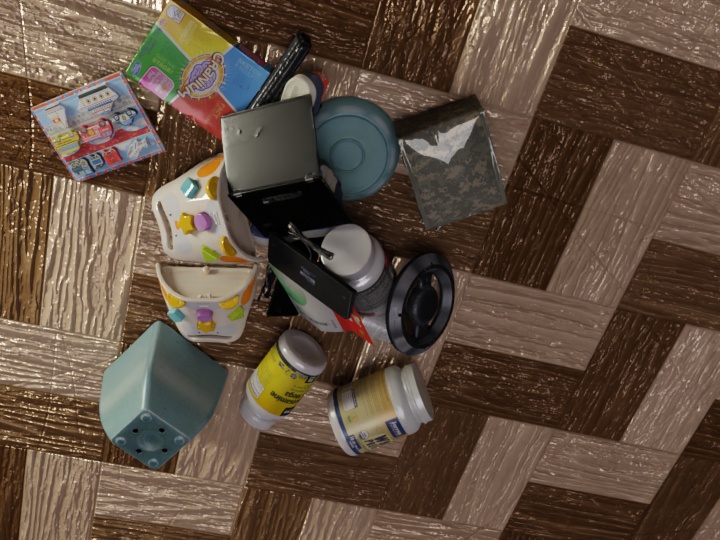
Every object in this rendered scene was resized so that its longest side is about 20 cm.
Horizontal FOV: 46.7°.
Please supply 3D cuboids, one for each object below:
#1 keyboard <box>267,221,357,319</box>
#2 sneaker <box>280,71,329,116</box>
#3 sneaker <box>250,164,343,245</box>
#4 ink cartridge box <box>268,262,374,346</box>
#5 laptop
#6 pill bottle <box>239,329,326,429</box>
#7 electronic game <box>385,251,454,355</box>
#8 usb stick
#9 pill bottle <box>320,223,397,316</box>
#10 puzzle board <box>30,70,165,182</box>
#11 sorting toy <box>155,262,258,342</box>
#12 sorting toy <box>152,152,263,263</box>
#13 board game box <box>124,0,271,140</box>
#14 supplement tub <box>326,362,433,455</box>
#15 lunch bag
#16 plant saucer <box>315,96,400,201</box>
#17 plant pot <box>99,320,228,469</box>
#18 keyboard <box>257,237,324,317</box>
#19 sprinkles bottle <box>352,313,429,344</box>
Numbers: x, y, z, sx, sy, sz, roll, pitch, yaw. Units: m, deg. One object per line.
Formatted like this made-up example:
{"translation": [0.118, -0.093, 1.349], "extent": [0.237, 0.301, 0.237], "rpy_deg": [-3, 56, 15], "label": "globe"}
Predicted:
{"translation": [-0.084, -0.010, 1.445], "extent": [0.198, 0.021, 0.129], "rpy_deg": [35, 140, 21], "label": "keyboard"}
{"translation": [-0.114, -0.266, 1.444], "extent": [0.075, 0.084, 0.200], "rpy_deg": [48, 135, 1], "label": "sneaker"}
{"translation": [-0.126, -0.132, 1.503], "extent": [0.195, 0.081, 0.149], "rpy_deg": [-5, 122, 19], "label": "sneaker"}
{"translation": [-0.072, 0.064, 1.553], "extent": [0.050, 0.199, 0.162], "rpy_deg": [-41, 137, -14], "label": "ink cartridge box"}
{"translation": [-0.127, -0.171, 1.427], "extent": [0.183, 0.118, 0.201], "rpy_deg": [-7, 144, 26], "label": "laptop"}
{"translation": [-0.164, 0.228, 1.708], "extent": [0.111, 0.113, 0.201], "rpy_deg": [28, 116, -19], "label": "pill bottle"}
{"translation": [0.118, 0.065, 1.610], "extent": [0.198, 0.041, 0.205], "rpy_deg": [-19, 117, -43], "label": "electronic game"}
{"translation": [-0.147, -0.316, 1.415], "extent": [0.032, 0.056, 0.201], "rpy_deg": [30, 115, -21], "label": "usb stick"}
{"translation": [0.000, 0.000, 1.532], "extent": [0.111, 0.116, 0.200], "rpy_deg": [-18, 155, 7], "label": "pill bottle"}
{"translation": [-0.454, -0.242, 1.439], "extent": [0.196, 0.018, 0.153], "rpy_deg": [-15, 122, 19], "label": "puzzle board"}
{"translation": [-0.298, 0.080, 1.636], "extent": [0.194, 0.109, 0.182], "rpy_deg": [1, 140, -4], "label": "sorting toy"}
{"translation": [-0.292, -0.091, 1.498], "extent": [0.176, 0.107, 0.205], "rpy_deg": [-7, 104, 28], "label": "sorting toy"}
{"translation": [-0.271, -0.338, 1.402], "extent": [0.198, 0.041, 0.154], "rpy_deg": [32, 114, -21], "label": "board game box"}
{"translation": [0.042, 0.287, 1.739], "extent": [0.196, 0.146, 0.146], "rpy_deg": [-23, 120, 10], "label": "supplement tub"}
{"translation": [0.162, -0.184, 1.480], "extent": [0.160, 0.118, 0.204], "rpy_deg": [-17, 116, 6], "label": "lunch bag"}
{"translation": [-0.024, -0.211, 1.504], "extent": [0.194, 0.028, 0.204], "rpy_deg": [-2, 122, -3], "label": "plant saucer"}
{"translation": [-0.404, 0.270, 1.664], "extent": [0.195, 0.202, 0.196], "rpy_deg": [-39, 116, 21], "label": "plant pot"}
{"translation": [-0.142, -0.001, 1.627], "extent": [0.102, 0.040, 0.203], "rpy_deg": [1, 123, -33], "label": "keyboard"}
{"translation": [0.042, 0.107, 1.675], "extent": [0.196, 0.069, 0.069], "rpy_deg": [21, 118, -16], "label": "sprinkles bottle"}
